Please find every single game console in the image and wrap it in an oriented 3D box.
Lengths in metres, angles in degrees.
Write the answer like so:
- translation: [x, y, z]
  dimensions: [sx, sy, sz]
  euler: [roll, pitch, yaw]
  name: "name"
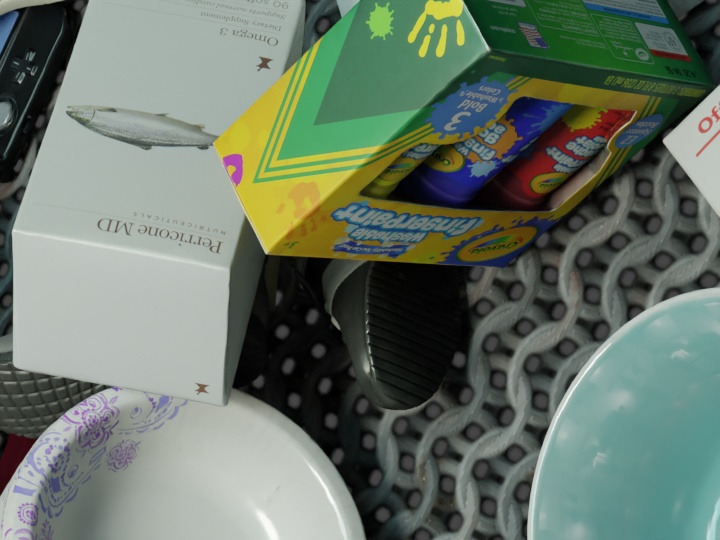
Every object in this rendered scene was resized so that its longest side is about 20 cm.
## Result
- translation: [-0.309, -0.127, 1.768]
  dimensions: [0.200, 0.116, 0.177]
  euler: [23, 88, 40]
  name: "game console"

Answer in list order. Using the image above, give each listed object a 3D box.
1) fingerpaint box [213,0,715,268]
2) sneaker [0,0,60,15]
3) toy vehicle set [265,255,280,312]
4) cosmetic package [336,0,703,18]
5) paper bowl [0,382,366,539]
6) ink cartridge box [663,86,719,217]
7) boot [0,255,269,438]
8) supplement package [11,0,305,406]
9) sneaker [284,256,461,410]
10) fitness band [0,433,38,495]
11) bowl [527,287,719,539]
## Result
- translation: [0.055, -0.077, 1.389]
  dimensions: [0.167, 0.200, 0.074]
  euler: [-41, 64, 30]
  name: "fingerpaint box"
- translation: [-0.251, -0.198, 1.735]
  dimensions: [0.199, 0.085, 0.075]
  euler: [-22, 40, 7]
  name: "sneaker"
- translation: [-0.098, -0.067, 1.640]
  dimensions: [0.124, 0.026, 0.201]
  euler: [-8, 68, 35]
  name: "toy vehicle set"
- translation: [0.090, -0.158, 1.493]
  dimensions: [0.200, 0.081, 0.113]
  euler: [-34, 50, 21]
  name: "cosmetic package"
- translation: [-0.102, 0.166, 1.454]
  dimensions: [0.104, 0.200, 0.202]
  euler: [129, 140, -57]
  name: "paper bowl"
- translation: [0.232, -0.055, 1.355]
  dimensions: [0.117, 0.067, 0.200]
  euler: [-45, 51, 15]
  name: "ink cartridge box"
- translation: [-0.135, 0.017, 1.553]
  dimensions: [0.199, 0.070, 0.132]
  euler: [-10, 47, 15]
  name: "boot"
- translation: [-0.105, -0.047, 1.454]
  dimensions: [0.116, 0.118, 0.201]
  euler: [10, 50, 2]
  name: "supplement package"
- translation: [0.000, 0.000, 1.514]
  dimensions: [0.088, 0.074, 0.201]
  euler: [-31, 46, 33]
  name: "sneaker"
- translation: [-0.160, 0.140, 1.585]
  dimensions: [0.143, 0.037, 0.201]
  euler: [18, 89, 49]
  name: "fitness band"
- translation: [0.185, 0.118, 1.289]
  dimensions: [0.200, 0.105, 0.202]
  euler: [-19, 62, 40]
  name: "bowl"
